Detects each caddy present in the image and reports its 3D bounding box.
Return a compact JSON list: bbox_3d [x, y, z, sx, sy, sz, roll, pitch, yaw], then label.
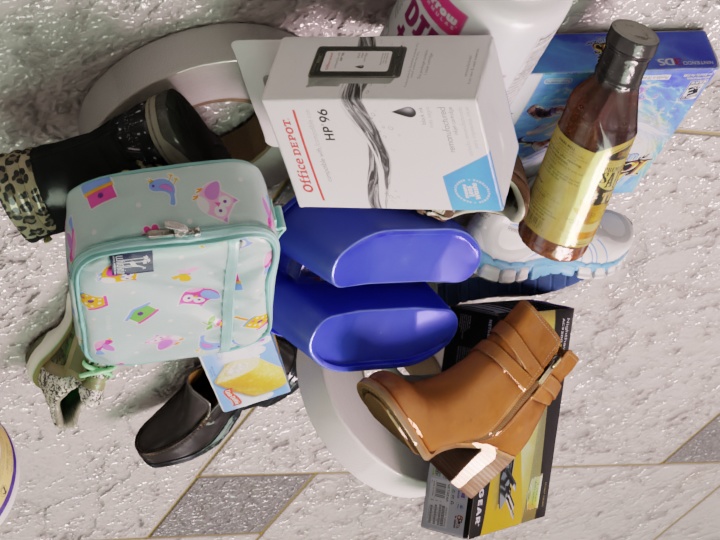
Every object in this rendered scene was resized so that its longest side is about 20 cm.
[{"bbox_3d":[0.000,0.000,1.618,0.199,0.105,0.142,-1,120,-41],"label":"caddy"}]

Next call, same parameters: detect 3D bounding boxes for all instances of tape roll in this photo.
[{"bbox_3d":[-0.118,-0.115,1.545,0.201,0.037,0.203,-13,151,-7],"label":"tape roll"},{"bbox_3d":[0.031,0.110,1.834,0.202,0.204,0.037,9,147,-39],"label":"tape roll"}]

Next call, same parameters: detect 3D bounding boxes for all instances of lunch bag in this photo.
[{"bbox_3d":[-0.135,-0.002,1.465,0.159,0.078,0.200,-5,154,-8],"label":"lunch bag"}]

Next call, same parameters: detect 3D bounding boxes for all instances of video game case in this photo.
[{"bbox_3d":[0.176,-0.128,1.676,0.198,0.046,0.182,-4,150,-23],"label":"video game case"}]

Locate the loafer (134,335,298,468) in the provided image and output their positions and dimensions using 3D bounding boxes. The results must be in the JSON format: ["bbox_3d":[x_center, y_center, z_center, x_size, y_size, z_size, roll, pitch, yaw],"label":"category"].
[{"bbox_3d":[-0.146,0.117,1.914,0.199,0.073,0.072,-37,138,15],"label":"loafer"}]

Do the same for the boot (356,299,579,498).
[{"bbox_3d":[0.094,0.089,1.632,0.156,0.077,0.200,-50,132,-1],"label":"boot"}]

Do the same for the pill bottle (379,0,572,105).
[{"bbox_3d":[0.087,-0.192,1.442,0.112,0.114,0.200,-3,148,-24],"label":"pill bottle"}]

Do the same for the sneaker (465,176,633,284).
[{"bbox_3d":[0.171,-0.043,1.713,0.199,0.075,0.087,-8,126,-42],"label":"sneaker"}]

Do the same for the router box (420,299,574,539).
[{"bbox_3d":[0.125,0.130,1.789,0.052,0.202,0.157,11,-172,30],"label":"router box"}]

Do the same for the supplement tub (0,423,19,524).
[{"bbox_3d":[-0.399,0.158,1.757,0.144,0.146,0.200,-20,152,5],"label":"supplement tub"}]

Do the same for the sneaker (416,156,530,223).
[{"bbox_3d":[0.049,-0.081,1.569,0.198,0.076,0.071,4,131,-27],"label":"sneaker"}]

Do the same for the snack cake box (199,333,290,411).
[{"bbox_3d":[-0.119,0.024,1.708,0.067,0.116,0.200,-17,152,-1],"label":"snack cake box"}]

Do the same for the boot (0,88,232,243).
[{"bbox_3d":[-0.176,-0.056,1.512,0.152,0.074,0.204,-16,152,9],"label":"boot"}]

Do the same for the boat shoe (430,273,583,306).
[{"bbox_3d":[0.123,-0.018,1.807,0.198,0.073,0.072,-8,154,-6],"label":"boat shoe"}]

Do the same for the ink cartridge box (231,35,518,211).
[{"bbox_3d":[0.004,-0.105,1.431,0.198,0.068,0.117,2,139,19],"label":"ink cartridge box"}]

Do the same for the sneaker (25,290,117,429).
[{"bbox_3d":[-0.231,0.073,1.759,0.076,0.089,0.200,2,146,-31],"label":"sneaker"}]

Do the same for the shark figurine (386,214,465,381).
[{"bbox_3d":[0.017,0.039,1.744,0.127,0.090,0.216,11,119,13],"label":"shark figurine"}]

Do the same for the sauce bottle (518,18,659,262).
[{"bbox_3d":[0.185,-0.103,1.589,0.065,0.066,0.201,0,128,-28],"label":"sauce bottle"}]
